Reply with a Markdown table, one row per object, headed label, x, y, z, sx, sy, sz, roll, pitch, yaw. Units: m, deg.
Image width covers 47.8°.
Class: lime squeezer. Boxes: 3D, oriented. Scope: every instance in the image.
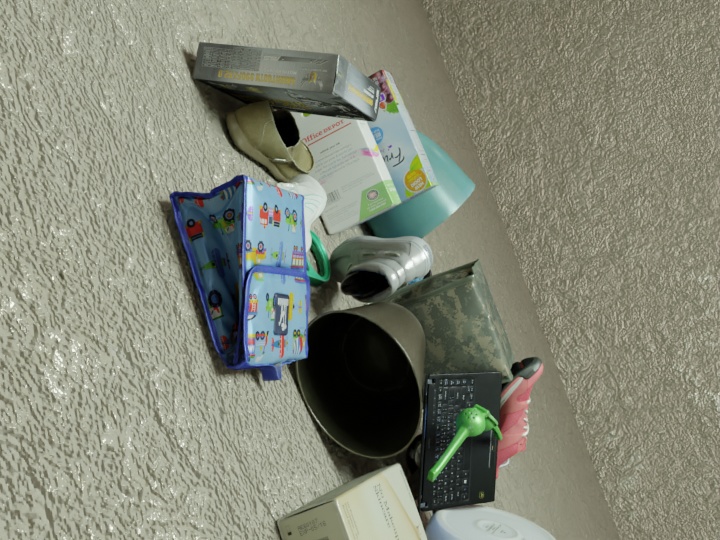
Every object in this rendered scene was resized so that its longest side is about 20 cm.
| label | x | y | z | sx | sy | sz | roll | pitch | yaw |
| --- | --- | --- | --- | --- | --- | --- | --- | --- | --- |
| lime squeezer | 0.145 | 0.201 | 1.006 | 0.199 | 0.037 | 0.072 | -7 | 99 | -57 |

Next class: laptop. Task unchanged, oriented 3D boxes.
| label | x | y | z | sx | sy | sz | roll | pitch | yaw |
| --- | --- | --- | --- | --- | --- | --- | --- | --- | --- |
| laptop | 0.127 | 0.226 | 1.023 | 0.197 | 0.103 | 0.181 | 3 | 92 | -31 |

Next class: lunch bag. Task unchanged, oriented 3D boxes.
| label | x | y | z | sx | sy | sz | roll | pitch | yaw |
| --- | --- | --- | --- | --- | --- | --- | --- | --- | --- |
| lunch bag | 0.105 | 0.101 | 1.178 | 0.166 | 0.197 | 0.118 | 67 | 17 | -8 |
| lunch bag | -0.114 | 0.017 | 0.861 | 0.150 | 0.092 | 0.204 | 7 | 73 | -71 |

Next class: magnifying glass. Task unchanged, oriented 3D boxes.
| label | x | y | z | sx | sy | sz | roll | pitch | yaw |
| --- | --- | --- | --- | --- | --- | --- | --- | --- | --- |
| magnifying glass | -0.077 | -0.005 | 1.065 | 0.081 | 0.022 | 0.200 | 64 | 18 | -9 |

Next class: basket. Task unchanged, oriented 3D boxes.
| label | x | y | z | sx | sy | sz | roll | pitch | yaw |
| --- | --- | --- | --- | --- | --- | --- | --- | --- | --- |
| basket | 0.015 | 0.113 | 1.017 | 0.182 | 0.135 | 0.200 | 59 | 14 | -3 |

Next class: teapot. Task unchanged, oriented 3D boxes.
| label | x | y | z | sx | sy | sz | roll | pitch | yaw |
| --- | --- | --- | --- | --- | --- | --- | --- | --- | --- |
| teapot | 0.163 | 0.403 | 1.053 | 0.197 | 0.197 | 0.149 | -159 | -101 | -66 |

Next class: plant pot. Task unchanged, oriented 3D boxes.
| label | x | y | z | sx | sy | sz | roll | pitch | yaw |
| --- | --- | --- | --- | --- | --- | --- | --- | --- | --- |
| plant pot | 0.076 | -0.152 | 1.436 | 0.162 | 0.199 | 0.201 | 51 | 20 | -9 |

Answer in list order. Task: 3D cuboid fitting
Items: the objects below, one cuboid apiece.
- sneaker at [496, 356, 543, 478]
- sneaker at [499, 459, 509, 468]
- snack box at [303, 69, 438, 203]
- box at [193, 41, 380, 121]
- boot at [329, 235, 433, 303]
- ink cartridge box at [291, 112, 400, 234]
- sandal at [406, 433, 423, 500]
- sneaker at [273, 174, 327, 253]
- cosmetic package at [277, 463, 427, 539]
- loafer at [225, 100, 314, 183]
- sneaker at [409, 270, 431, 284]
| label | x | y | z | sx | sy | sz | roll | pitch | yaw |
| --- | --- | --- | --- | --- | --- | --- | --- | --- | --- |
| sneaker | 0.216 | 0.216 | 1.181 | 0.086 | 0.202 | 0.074 | 34 | 15 | 2 |
| sneaker | 0.170 | 0.314 | 1.235 | 0.072 | 0.111 | 0.201 | 56 | 20 | -26 |
| snack box | 0.011 | -0.194 | 1.321 | 0.203 | 0.167 | 0.068 | 65 | 19 | -1 |
| box | -0.090 | -0.241 | 1.048 | 0.158 | 0.197 | 0.049 | 5 | 96 | -70 |
| boot | 0.000 | 0.000 | 1.099 | 0.095 | 0.198 | 0.075 | -31 | 104 | -38 |
| ink cartridge box | -0.031 | -0.172 | 1.251 | 0.203 | 0.116 | 0.067 | 67 | 17 | -1 |
| sandal | 0.090 | 0.266 | 1.159 | 0.055 | 0.082 | 0.200 | 44 | 24 | 6 |
| sneaker | -0.093 | -0.084 | 1.041 | 0.081 | 0.070 | 0.201 | 55 | 21 | -24 |
| cosmetic package | -0.001 | 0.276 | 0.850 | 0.105 | 0.072 | 0.199 | 69 | 19 | 9 |
| loafer | -0.107 | -0.174 | 1.113 | 0.199 | 0.067 | 0.077 | 17 | 52 | -66 |
| sneaker | 0.063 | -0.009 | 1.365 | 0.199 | 0.089 | 0.080 | 22 | 46 | -65 |
